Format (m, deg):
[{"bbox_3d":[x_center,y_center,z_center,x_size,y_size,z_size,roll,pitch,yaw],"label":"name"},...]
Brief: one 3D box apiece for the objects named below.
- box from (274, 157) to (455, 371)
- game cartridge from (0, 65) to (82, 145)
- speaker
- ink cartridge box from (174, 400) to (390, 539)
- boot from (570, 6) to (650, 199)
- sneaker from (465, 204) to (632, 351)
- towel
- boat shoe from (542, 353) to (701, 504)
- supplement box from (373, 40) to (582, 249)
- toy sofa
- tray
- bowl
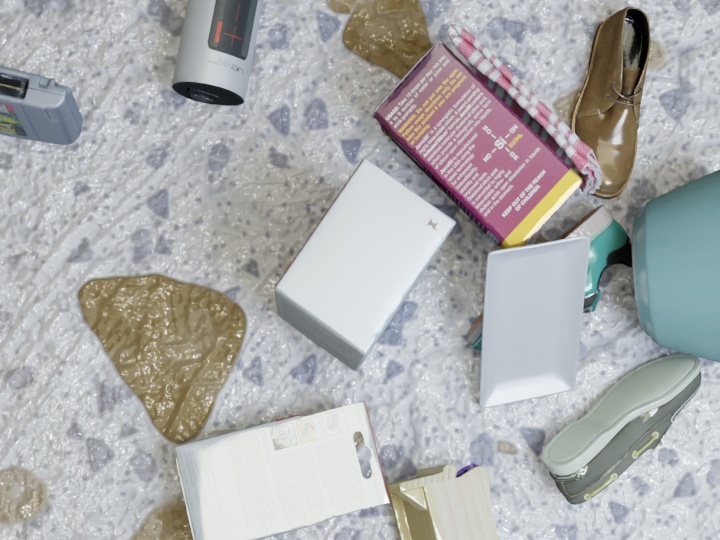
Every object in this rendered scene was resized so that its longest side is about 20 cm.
[{"bbox_3d":[0.000,0.000,1.329,0.106,0.200,0.153,35,81,3],"label":"box"},{"bbox_3d":[-0.383,-0.175,1.371,0.197,0.133,0.041,13,81,-1],"label":"game cartridge"},{"bbox_3d":[-0.142,-0.277,1.424,0.080,0.081,0.203,10,81,-1],"label":"speaker"},{"bbox_3d":[-0.078,0.206,1.365,0.197,0.050,0.111,-14,82,0],"label":"ink cartridge box"},{"bbox_3d":[0.267,-0.178,1.430,0.072,0.075,0.203,8,84,-6],"label":"boot"},{"bbox_3d":[0.200,0.026,1.399,0.200,0.071,0.080,-41,91,-2],"label":"sneaker"},{"bbox_3d":[0.165,-0.162,1.374,0.030,0.146,0.200,-45,76,6],"label":"towel"},{"bbox_3d":[0.273,0.159,1.386,0.201,0.072,0.061,-35,113,-17],"label":"boat shoe"},{"bbox_3d":[0.118,-0.119,1.379,0.200,0.131,0.103,44,94,3],"label":"supplement box"},{"bbox_3d":[0.089,0.295,1.348,0.096,0.083,0.203,-11,82,-20],"label":"toy sofa"},{"bbox_3d":[0.169,0.049,1.356,0.106,0.202,0.022,-9,39,-10],"label":"tray"},{"bbox_3d":[0.329,0.000,1.362,0.103,0.201,0.204,-4,81,17],"label":"bowl"}]
